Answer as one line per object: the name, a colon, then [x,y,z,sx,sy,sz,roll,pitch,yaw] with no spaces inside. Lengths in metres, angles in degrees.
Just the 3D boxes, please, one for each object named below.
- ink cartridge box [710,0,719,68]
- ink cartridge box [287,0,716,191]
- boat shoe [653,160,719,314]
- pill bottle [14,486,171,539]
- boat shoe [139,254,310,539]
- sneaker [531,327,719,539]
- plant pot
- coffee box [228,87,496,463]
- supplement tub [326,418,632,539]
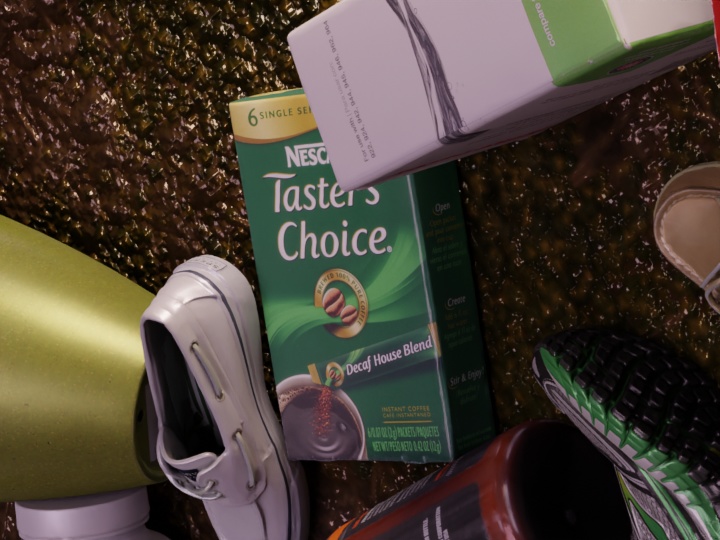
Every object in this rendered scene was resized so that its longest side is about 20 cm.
ink cartridge box: [0.214,-0.167,0.996,0.050,0.160,0.201,-176,75,-76]
ink cartridge box: [0.085,-0.115,1.102,0.200,0.145,0.084,-24,86,49]
boat shoe: [0.210,0.007,1.099,0.200,0.063,0.073,30,118,30]
pill bottle: [-0.151,0.226,1.420,0.112,0.112,0.201,0,101,40]
boat shoe: [-0.084,0.091,1.332,0.073,0.067,0.201,7,122,39]
sneaker: [0.147,0.109,1.168,0.200,0.078,0.085,50,128,18]
plant pot: [-0.193,0.056,1.391,0.199,0.187,0.188,10,108,22]
coffee box: [0.000,0.000,1.285,0.123,0.044,0.201,-2,99,40]
supplement tub: [0.045,0.159,1.246,0.200,0.107,0.107,-33,79,40]
